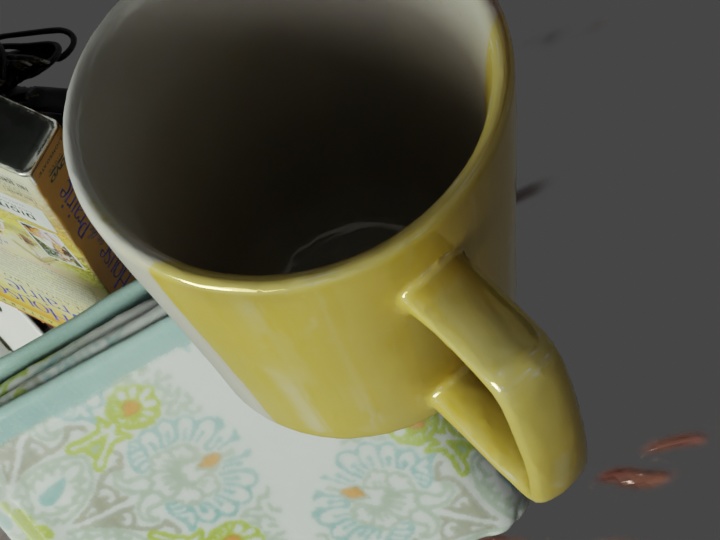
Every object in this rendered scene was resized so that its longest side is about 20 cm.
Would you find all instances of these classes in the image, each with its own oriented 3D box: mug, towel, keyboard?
[{"bbox_3d":[-0.009,-0.003,0.843,0.149,0.187,0.153,-10,146,6],"label":"mug"},{"bbox_3d":[-0.055,0.077,1.024,0.200,0.048,0.171,-28,120,14],"label":"towel"},{"bbox_3d":[-0.124,-0.072,1.033,0.200,0.040,0.104,7,160,45],"label":"keyboard"}]

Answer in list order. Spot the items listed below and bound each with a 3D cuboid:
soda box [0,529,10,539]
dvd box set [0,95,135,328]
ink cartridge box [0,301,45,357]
[{"bbox_3d":[-0.242,0.119,1.394,0.064,0.068,0.200,50,151,-18],"label":"soda box"},{"bbox_3d":[-0.162,-0.031,1.065,0.146,0.029,0.200,24,162,23],"label":"dvd box set"},{"bbox_3d":[-0.252,0.037,1.292,0.116,0.067,0.200,50,151,-15],"label":"ink cartridge box"}]
